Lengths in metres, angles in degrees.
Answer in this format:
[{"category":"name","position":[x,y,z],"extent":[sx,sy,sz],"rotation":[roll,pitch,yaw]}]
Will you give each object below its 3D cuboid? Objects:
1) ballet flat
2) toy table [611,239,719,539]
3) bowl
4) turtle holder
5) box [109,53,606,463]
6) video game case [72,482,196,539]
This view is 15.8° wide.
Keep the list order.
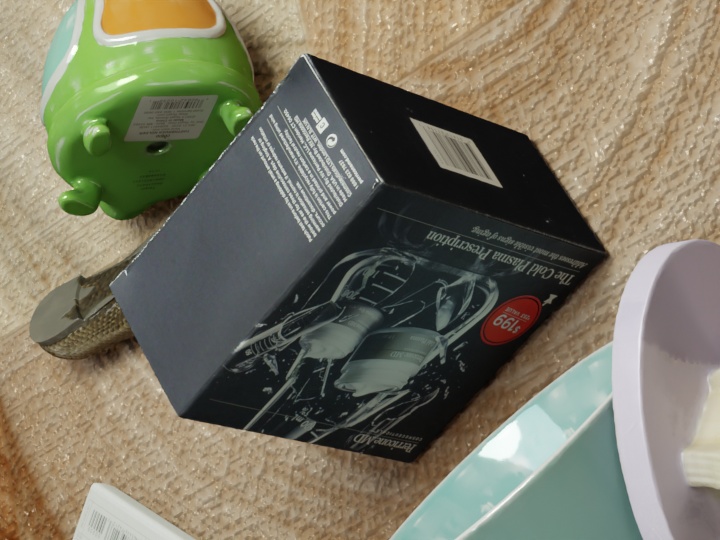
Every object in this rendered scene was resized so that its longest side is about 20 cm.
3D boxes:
[{"category":"ballet flat","position":[-0.130,0.012,1.672],"extent":[0.199,0.046,0.068],"rotation":[-26,43,30]},{"category":"toy table","position":[0.208,0.082,1.248],"extent":[0.117,0.184,0.201],"rotation":[-7,109,48]},{"category":"bowl","position":[0.107,0.135,1.335],"extent":[0.105,0.201,0.201],"rotation":[48,118,-2]},{"category":"turtle holder","position":[-0.133,-0.110,1.655],"extent":[0.140,0.186,0.132],"rotation":[-17,64,4]},{"category":"box","position":[0.000,0.000,1.441],"extent":[0.182,0.200,0.104],"rotation":[-48,52,23]},{"category":"video game case","position":[-0.141,0.249,1.612],"extent":[0.200,0.023,0.183],"rotation":[24,95,51]}]
